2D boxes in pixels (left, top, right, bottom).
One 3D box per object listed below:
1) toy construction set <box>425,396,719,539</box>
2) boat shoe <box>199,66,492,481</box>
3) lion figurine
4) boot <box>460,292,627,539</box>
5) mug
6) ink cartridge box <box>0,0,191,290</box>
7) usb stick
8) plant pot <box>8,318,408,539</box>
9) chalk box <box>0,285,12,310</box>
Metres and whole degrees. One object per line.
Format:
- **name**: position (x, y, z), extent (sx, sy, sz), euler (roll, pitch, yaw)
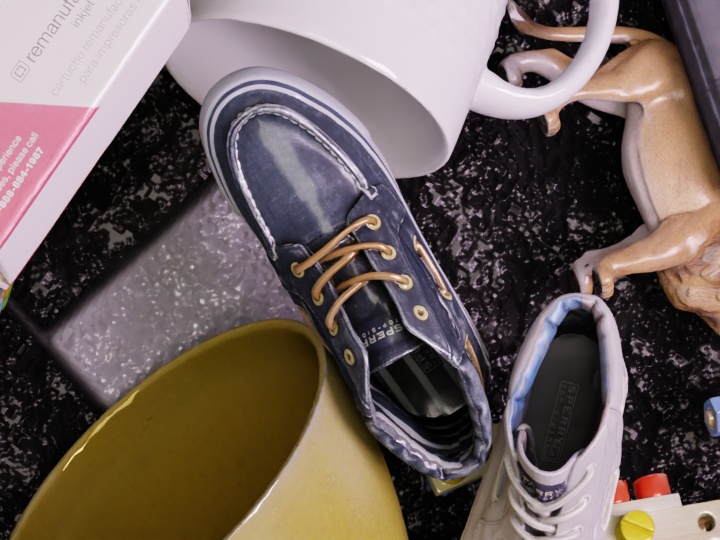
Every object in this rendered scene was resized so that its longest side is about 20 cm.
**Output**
- **toy construction set**: position (0.129, 0.108, 1.241), extent (0.198, 0.092, 0.132), euler (-14, 72, 1)
- **boat shoe**: position (0.000, 0.000, 1.132), extent (0.071, 0.091, 0.201), euler (-34, 111, 9)
- **lion figurine**: position (0.152, -0.054, 1.250), extent (0.122, 0.072, 0.201), euler (-18, 89, -12)
- **boot**: position (0.077, 0.109, 1.143), extent (0.073, 0.096, 0.201), euler (9, 71, 10)
- **mug**: position (0.027, -0.146, 1.196), extent (0.199, 0.148, 0.176), euler (23, 71, -4)
- **ink cartridge box**: position (-0.192, -0.110, 1.055), extent (0.199, 0.083, 0.147), euler (33, 81, 3)
- **usb stick**: position (0.175, -0.128, 1.237), extent (0.055, 0.033, 0.201), euler (-9, 74, -25)
- **plant pot**: position (-0.054, 0.144, 1.196), extent (0.200, 0.200, 0.142), euler (-41, 113, -1)
- **chalk box**: position (-0.225, -0.011, 1.183), extent (0.124, 0.200, 0.125), euler (18, 58, -6)
